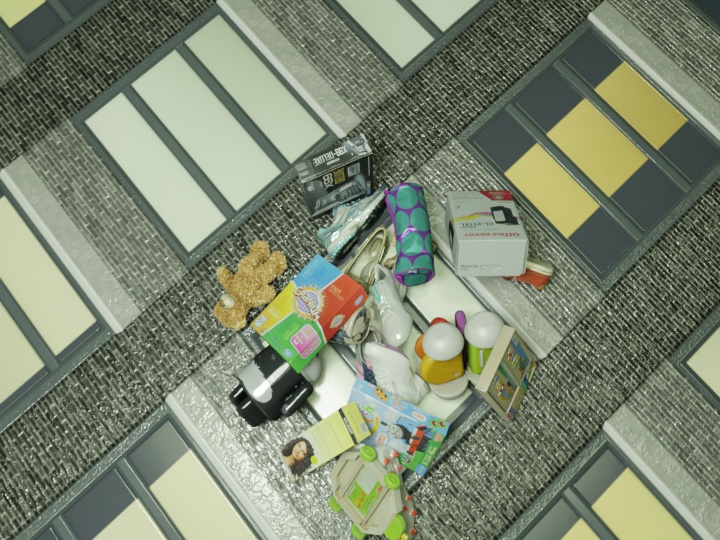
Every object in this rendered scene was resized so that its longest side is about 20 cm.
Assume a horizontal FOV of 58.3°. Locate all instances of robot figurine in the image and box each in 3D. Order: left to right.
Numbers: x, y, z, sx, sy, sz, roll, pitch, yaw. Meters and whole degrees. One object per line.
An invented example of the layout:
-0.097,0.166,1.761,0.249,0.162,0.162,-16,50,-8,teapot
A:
-0.167,0.220,1.308,0.199,0.125,0.151,-42,81,-9,robot figurine

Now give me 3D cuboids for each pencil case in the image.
-0.069,0.097,1.320,0.196,0.079,0.090,8,51,33,pencil case
0.102,-0.076,1.352,0.089,0.085,0.206,-4,70,-4,pencil case

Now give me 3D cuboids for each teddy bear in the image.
-0.243,0.026,1.387,0.198,0.067,0.146,-38,75,-9,teddy bear

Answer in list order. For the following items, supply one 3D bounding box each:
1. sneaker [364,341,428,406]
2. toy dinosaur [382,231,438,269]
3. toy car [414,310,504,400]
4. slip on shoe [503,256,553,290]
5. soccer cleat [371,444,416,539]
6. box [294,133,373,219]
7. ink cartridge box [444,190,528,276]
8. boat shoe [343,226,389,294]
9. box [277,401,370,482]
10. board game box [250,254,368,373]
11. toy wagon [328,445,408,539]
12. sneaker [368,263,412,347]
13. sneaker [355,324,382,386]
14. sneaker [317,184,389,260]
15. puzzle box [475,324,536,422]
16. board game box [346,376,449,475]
0.065,0.220,1.272,0.074,0.201,0.101,7,55,48,sneaker
0.120,-0.067,1.409,0.099,0.058,0.203,29,78,9,toy dinosaur
0.204,0.151,1.316,0.194,0.178,0.152,-15,39,-2,toy car
0.312,-0.010,1.388,0.195,0.074,0.063,20,109,11,slip on shoe
0.058,0.445,1.280,0.068,0.077,0.206,-13,91,-41,soccer cleat
-0.051,-0.194,1.371,0.154,0.201,0.051,-24,73,-6,box
0.258,-0.081,1.342,0.141,0.085,0.202,-1,35,0,ink cartridge box
0.003,0.001,1.390,0.072,0.063,0.203,31,78,9,boat shoe
-0.074,0.335,1.258,0.199,0.050,0.076,-39,73,29,box
-0.102,0.080,1.267,0.200,0.041,0.152,-47,47,-12,board game box
0.022,0.442,1.238,0.199,0.039,0.157,42,117,25,toy wagon
0.051,0.068,1.316,0.075,0.088,0.203,-36,33,22,sneaker
0.021,0.212,1.325,0.068,0.082,0.206,-9,76,-4,sneaker
-0.016,-0.124,1.417,0.086,0.078,0.200,41,80,13,sneaker
0.289,0.207,1.269,0.025,0.200,0.135,20,74,35,puzzle box
0.060,0.308,1.269,0.196,0.153,0.037,26,44,9,board game box
